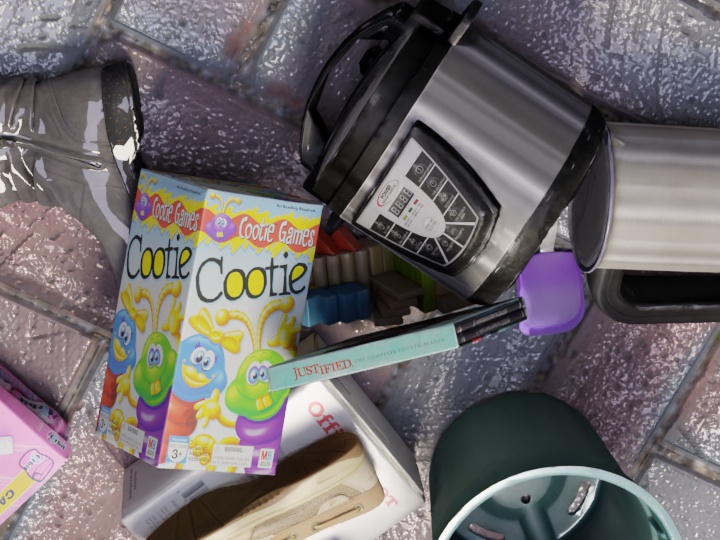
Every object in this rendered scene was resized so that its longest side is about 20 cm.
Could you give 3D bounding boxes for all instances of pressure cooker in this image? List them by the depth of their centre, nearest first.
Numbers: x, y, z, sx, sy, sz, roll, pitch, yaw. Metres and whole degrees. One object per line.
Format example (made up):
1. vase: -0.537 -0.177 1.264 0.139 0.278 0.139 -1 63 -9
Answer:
1. pressure cooker: 0.056 -0.091 1.615 0.199 0.179 0.177 34 78 -3

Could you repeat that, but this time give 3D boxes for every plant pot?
1. plant pot: 0.135 0.201 1.725 0.198 0.196 0.202 -2 111 -5

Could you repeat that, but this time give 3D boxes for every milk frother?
1. milk frother: 0.263 -0.007 1.652 0.186 0.200 0.182 2 114 -10

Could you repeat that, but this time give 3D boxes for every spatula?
1. spatula: 0.147 -0.048 1.725 0.056 0.021 0.202 -6 110 -10

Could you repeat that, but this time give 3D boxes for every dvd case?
1. dvd case: 0.031 0.052 1.621 0.145 0.200 0.022 -14 89 20

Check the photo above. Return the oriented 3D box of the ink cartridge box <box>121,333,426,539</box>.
1. ink cartridge box: -0.068 0.171 1.754 0.199 0.088 0.146 -36 110 11

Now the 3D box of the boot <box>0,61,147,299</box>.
1. boot: -0.222 -0.056 1.672 0.130 0.070 0.202 -7 101 1

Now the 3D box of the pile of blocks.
1. pile of blocks: 0.000 0.000 1.698 0.198 0.082 0.063 -7 112 -2

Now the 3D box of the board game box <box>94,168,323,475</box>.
1. board game box: -0.111 0.037 1.623 0.104 0.103 0.202 7 96 -34

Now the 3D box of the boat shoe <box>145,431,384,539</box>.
1. boat shoe: -0.077 0.196 1.678 0.199 0.071 0.065 -26 111 4

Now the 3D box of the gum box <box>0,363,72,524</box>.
1. gum box: -0.327 0.157 1.735 0.200 0.066 0.113 -44 108 11
